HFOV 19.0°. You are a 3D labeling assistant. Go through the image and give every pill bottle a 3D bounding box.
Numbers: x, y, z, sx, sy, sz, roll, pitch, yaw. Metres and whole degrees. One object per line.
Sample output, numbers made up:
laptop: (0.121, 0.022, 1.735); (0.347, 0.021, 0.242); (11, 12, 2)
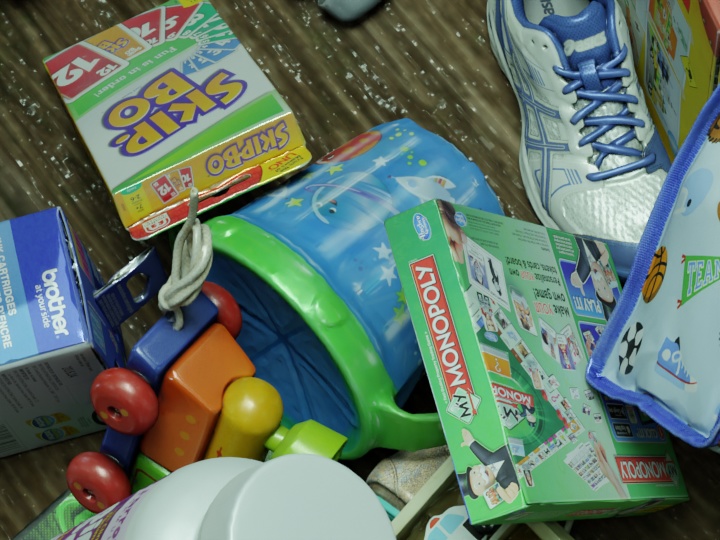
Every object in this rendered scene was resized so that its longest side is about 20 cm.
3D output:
pill bottle: (-0.072, 0.145, 0.924); (0.112, 0.200, 0.113); (15, 61, -30)

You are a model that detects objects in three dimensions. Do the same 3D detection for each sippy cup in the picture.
sippy cup: (0.000, 0.000, 1.043); (0.130, 0.140, 0.178); (-41, 99, -23)

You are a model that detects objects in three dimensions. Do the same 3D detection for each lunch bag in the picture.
lunch bag: (0.222, -0.007, 0.944); (0.169, 0.124, 0.201); (19, 95, -30)

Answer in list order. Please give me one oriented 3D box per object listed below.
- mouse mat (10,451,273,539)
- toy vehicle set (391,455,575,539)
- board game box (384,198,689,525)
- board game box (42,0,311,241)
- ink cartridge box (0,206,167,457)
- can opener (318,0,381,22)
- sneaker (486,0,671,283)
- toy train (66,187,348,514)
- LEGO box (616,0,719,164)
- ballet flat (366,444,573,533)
mouse mat: (-0.067, 0.163, 1.038); (0.161, 0.008, 0.200); (-42, 69, -13)
toy vehicle set: (0.028, 0.193, 0.961); (0.124, 0.026, 0.200); (43, 99, 17)
board game box: (0.084, 0.045, 0.966); (0.029, 0.200, 0.135); (-21, 75, 24)
board game box: (-0.096, -0.082, 1.078); (0.095, 0.030, 0.200); (-26, 34, -6)
ink cartridge box: (-0.188, 0.040, 1.030); (0.199, 0.137, 0.077); (-13, 71, -1)
can opener: (0.019, -0.226, 1.186); (0.067, 0.053, 0.201); (36, 70, -16)
sneaker: (0.110, -0.090, 1.089); (0.075, 0.088, 0.201); (-20, 68, -6)
toy train: (-0.054, 0.061, 0.975); (0.115, 0.200, 0.085); (35, 50, 9)
LEGO box: (0.177, -0.137, 1.042); (0.077, 0.200, 0.150); (-19, 67, -3)
ballet flat: (0.089, 0.144, 1.003); (0.200, 0.068, 0.067); (41, 68, 18)
